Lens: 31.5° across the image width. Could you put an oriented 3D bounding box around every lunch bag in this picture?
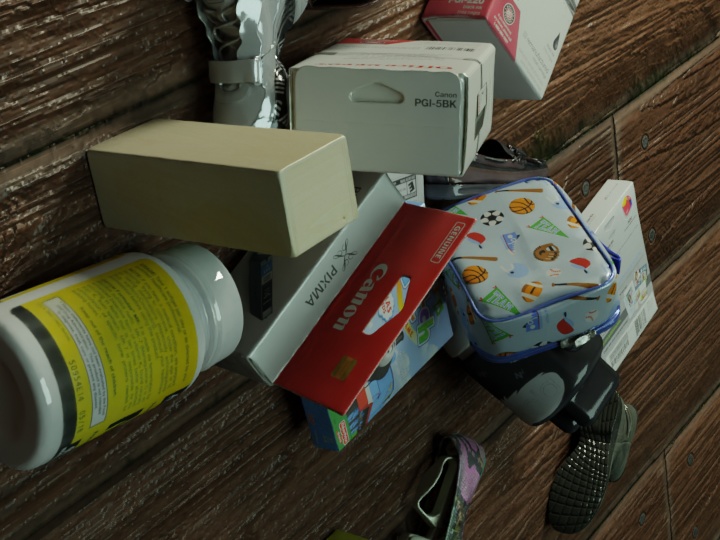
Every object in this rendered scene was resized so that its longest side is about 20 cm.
[{"bbox_3d":[0.161,-0.002,1.231,0.158,0.201,0.076,-18,131,-5],"label":"lunch bag"}]

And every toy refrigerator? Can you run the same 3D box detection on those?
[{"bbox_3d":[-0.103,-0.061,0.933,0.076,0.198,0.071,-34,123,-44],"label":"toy refrigerator"}]

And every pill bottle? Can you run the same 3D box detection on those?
[{"bbox_3d":[-0.184,0.053,0.921,0.199,0.113,0.116,-25,117,-46],"label":"pill bottle"}]

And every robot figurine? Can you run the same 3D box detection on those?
[{"bbox_3d":[0.174,0.078,1.335,0.151,0.199,0.125,-50,-179,29],"label":"robot figurine"}]

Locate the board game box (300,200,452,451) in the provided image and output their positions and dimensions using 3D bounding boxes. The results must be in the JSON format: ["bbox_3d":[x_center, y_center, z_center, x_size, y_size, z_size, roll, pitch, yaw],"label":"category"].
[{"bbox_3d":[0.009,0.048,1.198,0.200,0.036,0.153,-42,128,-41],"label":"board game box"}]

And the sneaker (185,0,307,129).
[{"bbox_3d":[-0.106,-0.186,1.010,0.114,0.074,0.203,24,73,-51],"label":"sneaker"}]

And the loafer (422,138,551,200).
[{"bbox_3d":[0.138,-0.112,1.344,0.198,0.071,0.064,-11,102,-48],"label":"loafer"}]

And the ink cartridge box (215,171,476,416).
[{"bbox_3d":[-0.026,0.005,1.044,0.201,0.175,0.045,-54,130,-19],"label":"ink cartridge box"}]

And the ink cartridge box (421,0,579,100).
[{"bbox_3d":[0.160,-0.300,1.320,0.146,0.084,0.203,43,62,-48],"label":"ink cartridge box"}]

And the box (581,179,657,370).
[{"bbox_3d":[0.314,0.013,1.618,0.156,0.041,0.202,-47,132,-36],"label":"box"}]

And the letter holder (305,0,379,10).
[{"bbox_3d":[0.043,-0.321,1.115,0.200,0.141,0.102,-48,132,-35],"label":"letter holder"}]

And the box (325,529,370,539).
[{"bbox_3d":[-0.007,0.363,1.268,0.075,0.050,0.203,-39,127,-41],"label":"box"}]

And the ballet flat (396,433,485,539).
[{"bbox_3d":[0.079,0.269,1.356,0.071,0.069,0.203,27,71,-32],"label":"ballet flat"}]

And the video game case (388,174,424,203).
[{"bbox_3d":[0.000,0.000,1.225,0.199,0.023,0.185,-23,115,-49],"label":"video game case"}]

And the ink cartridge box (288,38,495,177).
[{"bbox_3d":[0.032,-0.142,1.077,0.200,0.144,0.084,-52,145,-69],"label":"ink cartridge box"}]

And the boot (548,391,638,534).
[{"bbox_3d":[0.313,0.256,1.652,0.131,0.067,0.203,40,67,-54],"label":"boot"}]
